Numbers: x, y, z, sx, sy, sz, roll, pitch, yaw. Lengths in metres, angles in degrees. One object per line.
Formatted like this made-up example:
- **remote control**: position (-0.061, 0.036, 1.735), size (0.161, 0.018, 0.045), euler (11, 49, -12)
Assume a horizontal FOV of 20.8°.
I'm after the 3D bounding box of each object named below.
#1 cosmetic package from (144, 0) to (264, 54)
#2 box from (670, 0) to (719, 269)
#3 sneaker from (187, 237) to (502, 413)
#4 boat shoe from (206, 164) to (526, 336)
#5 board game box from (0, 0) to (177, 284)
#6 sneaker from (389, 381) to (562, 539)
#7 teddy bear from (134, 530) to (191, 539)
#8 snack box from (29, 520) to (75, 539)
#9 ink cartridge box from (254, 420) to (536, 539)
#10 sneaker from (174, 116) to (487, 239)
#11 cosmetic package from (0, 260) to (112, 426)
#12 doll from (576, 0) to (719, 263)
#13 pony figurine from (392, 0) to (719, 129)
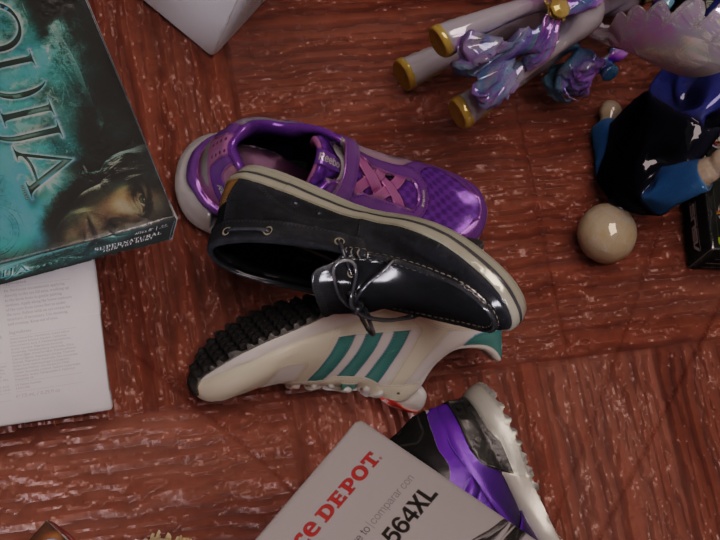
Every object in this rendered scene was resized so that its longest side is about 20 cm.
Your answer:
- **cosmetic package**: position (-0.112, -0.274, 1.204), size (0.199, 0.200, 0.123), euler (39, 66, 0)
- **box**: position (0.312, -0.094, 1.343), size (0.198, 0.048, 0.195), euler (1, 73, -15)
- **sneaker**: position (-0.003, 0.055, 1.192), size (0.199, 0.070, 0.094), euler (-23, 104, -9)
- **boat shoe**: position (0.000, 0.000, 1.120), size (0.199, 0.075, 0.062), euler (20, 62, 20)
- **board game box**: position (-0.200, -0.091, 1.112), size (0.134, 0.028, 0.201), euler (-16, 66, -21)
- **sneaker**: position (0.071, 0.176, 1.178), size (0.099, 0.070, 0.201), euler (-21, 74, -14)
- **teddy bear**: position (-0.099, 0.244, 1.112), size (0.144, 0.067, 0.202), euler (-1, 65, -21)
- **snack box**: position (-0.130, 0.224, 1.064), size (0.200, 0.024, 0.072), euler (38, 85, 32)
- **ink cartridge box**: position (0.032, 0.200, 1.070), size (0.199, 0.085, 0.146), euler (33, 54, 15)
- **sneaker**: position (-0.012, -0.050, 1.217), size (0.198, 0.089, 0.081), euler (11, 68, -13)
- **cosmetic package**: position (-0.250, 0.017, 1.124), size (0.198, 0.052, 0.152), euler (-7, 96, -18)
- **doll**: position (0.204, -0.092, 1.271), size (0.048, 0.136, 0.201), euler (32, 95, -35)
- **pony figurine**: position (0.133, -0.167, 1.239), size (0.199, 0.193, 0.167), euler (-29, 90, -13)
